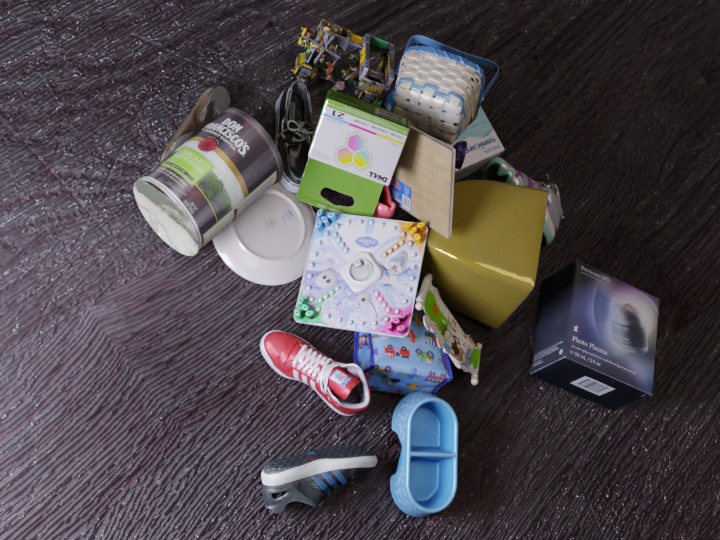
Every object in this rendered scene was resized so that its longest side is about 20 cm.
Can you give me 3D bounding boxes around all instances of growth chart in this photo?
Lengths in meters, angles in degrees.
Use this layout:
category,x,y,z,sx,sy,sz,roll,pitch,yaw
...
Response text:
category,x,y,z,sx,sy,sz,roll,pitch,yaw
growth chart,0.152,0.101,1.632,0.201,0.018,0.145,54,23,-22

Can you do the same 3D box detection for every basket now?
category,x,y,z,sx,sy,sz,roll,pitch,yaw
basket,0.139,-0.332,1.695,0.174,0.140,0.202,21,55,10

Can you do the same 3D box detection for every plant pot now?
category,x,y,z,sx,sy,sz,roll,pitch,yaw
plant pot,0.195,-0.044,1.687,0.197,0.196,0.197,17,63,-6

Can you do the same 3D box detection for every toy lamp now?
category,x,y,z,sx,sy,sz,roll,pitch,yaw
toy lamp,0.088,-0.225,1.707,0.196,0.058,0.059,14,64,-5

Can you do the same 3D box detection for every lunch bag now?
category,x,y,z,sx,sy,sz,roll,pitch,yaw
lunch bag,0.067,0.100,1.631,0.148,0.094,0.203,11,57,-18

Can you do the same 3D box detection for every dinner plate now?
category,x,y,z,sx,sy,sz,roll,pitch,yaw
dinner plate,-0.157,-0.074,1.622,0.197,0.024,0.204,10,66,-23

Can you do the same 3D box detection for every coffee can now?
category,x,y,z,sx,sy,sz,roll,pitch,yaw
coffee can,-0.240,-0.142,1.529,0.147,0.146,0.200,46,62,-2

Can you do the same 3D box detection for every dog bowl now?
category,x,y,z,sx,sy,sz,roll,pitch,yaw
dog bowl,0.109,0.300,1.564,0.109,0.049,0.204,6,80,-21

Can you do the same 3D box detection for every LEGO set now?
category,x,y,z,sx,sy,sz,roll,pitch,yaw
LEGO set,-0.027,-0.350,1.717,0.198,0.154,0.117,24,44,-23

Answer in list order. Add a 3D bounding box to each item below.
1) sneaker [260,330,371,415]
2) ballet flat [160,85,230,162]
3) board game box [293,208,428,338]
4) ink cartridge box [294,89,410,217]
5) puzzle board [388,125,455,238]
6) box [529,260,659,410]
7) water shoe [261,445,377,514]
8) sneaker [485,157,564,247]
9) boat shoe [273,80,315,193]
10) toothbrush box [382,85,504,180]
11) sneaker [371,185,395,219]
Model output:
category,x,y,z,sx,sy,sz,roll,pitch,yaw
sneaker,-0.066,0.157,1.518,0.199,0.112,0.072,36,72,-8
ballet flat,-0.283,-0.230,1.615,0.067,0.046,0.202,46,59,-39
board game box,0.000,0.000,1.593,0.196,0.026,0.203,7,69,14
ink cartridge box,-0.017,-0.175,1.591,0.145,0.203,0.076,18,22,-5
puzzle board,0.101,-0.161,1.611,0.017,0.200,0.153,-14,120,-25
box,0.435,0.120,1.772,0.197,0.123,0.201,22,61,-16
water shoe,-0.065,0.326,1.496,0.197,0.071,0.081,-4,99,-28
sneaker,0.327,-0.158,1.856,0.140,0.077,0.201,-48,112,-36
boat shoe,-0.110,-0.237,1.678,0.072,0.068,0.203,12,64,-23
toothbrush box,0.157,-0.274,1.814,0.145,0.085,0.202,-25,82,-30
sneaker,0.012,-0.172,1.704,0.073,0.087,0.203,-19,79,-31
